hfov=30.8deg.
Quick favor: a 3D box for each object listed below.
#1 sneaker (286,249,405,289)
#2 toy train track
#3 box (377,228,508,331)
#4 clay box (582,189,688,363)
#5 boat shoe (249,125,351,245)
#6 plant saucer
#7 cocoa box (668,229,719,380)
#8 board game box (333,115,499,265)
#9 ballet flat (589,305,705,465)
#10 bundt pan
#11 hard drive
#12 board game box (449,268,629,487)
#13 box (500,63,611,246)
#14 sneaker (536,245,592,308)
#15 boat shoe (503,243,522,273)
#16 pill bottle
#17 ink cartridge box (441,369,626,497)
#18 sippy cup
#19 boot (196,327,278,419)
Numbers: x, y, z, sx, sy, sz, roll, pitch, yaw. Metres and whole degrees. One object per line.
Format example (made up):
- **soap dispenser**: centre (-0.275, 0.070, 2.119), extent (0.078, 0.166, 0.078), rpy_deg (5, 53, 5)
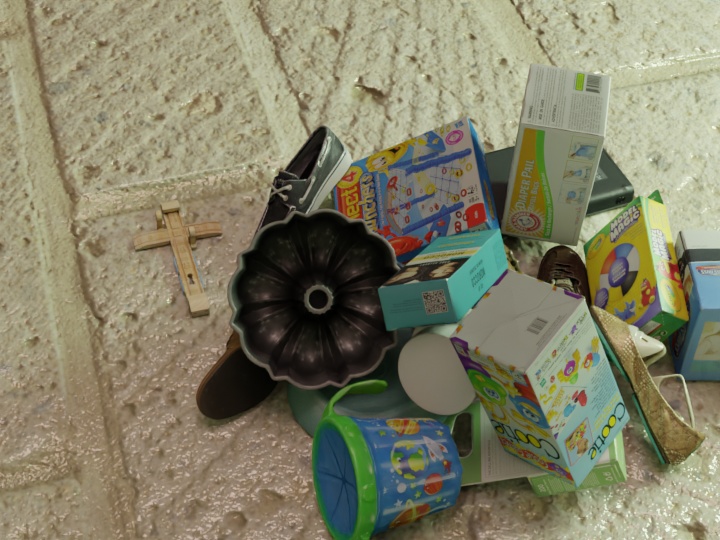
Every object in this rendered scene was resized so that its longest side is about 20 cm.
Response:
- **sneaker**: centre (0.000, 0.000, 1.546), extent (0.199, 0.087, 0.078), rpy_deg (12, 20, -12)
- **toy train track**: centre (-0.224, -0.025, 1.656), extent (0.114, 0.033, 0.200), rpy_deg (-12, 49, -13)
- **box**: centre (0.094, 0.008, 1.436), extent (0.082, 0.049, 0.200), rpy_deg (-8, 14, 24)
- **clay box**: centre (0.326, 0.002, 1.572), extent (0.047, 0.115, 0.200), rpy_deg (18, 48, -25)
- **boat shoe**: centre (-0.087, -0.099, 1.673), extent (0.072, 0.068, 0.200), rpy_deg (19, 66, 44)
- **plant saucer**: centre (0.013, 0.121, 1.512), extent (0.199, 0.036, 0.200), rpy_deg (-1, 45, 1)
- **cocoa box**: centre (0.471, 0.043, 1.541), extent (0.199, 0.134, 0.132), rpy_deg (1, 46, -1)
- **board game box**: centre (0.067, -0.078, 1.645), extent (0.195, 0.056, 0.200), rpy_deg (-21, 44, 15)
- **ballet flat**: centre (0.325, 0.119, 1.471), extent (0.065, 0.071, 0.200), rpy_deg (-28, 79, 9)
- **bundt pan**: centre (-0.050, 0.030, 1.469), extent (0.201, 0.203, 0.076), rpy_deg (-4, 4, -5)
- **hard drive**: centre (0.247, -0.120, 1.762), extent (0.199, 0.033, 0.140), rpy_deg (-15, 49, -16)
- **board game box**: centre (0.187, 0.112, 1.347), extent (0.103, 0.200, 0.105), rpy_deg (23, 62, 42)
- **box**: centre (0.240, -0.139, 1.619), extent (0.101, 0.200, 0.113), rpy_deg (10, 51, 5)
- **sneaker**: centre (0.252, 0.030, 1.588), extent (0.070, 0.076, 0.200), rpy_deg (4, 47, 2)
- **boat shoe**: centre (0.160, -0.027, 1.642), extent (0.063, 0.073, 0.200), rpy_deg (-20, 49, -16)
- **pill bottle**: centre (0.125, 0.081, 1.465), extent (0.115, 0.116, 0.200), rpy_deg (23, 26, 19)
- **ink cartridge box**: centre (0.190, 0.183, 1.462), extent (0.199, 0.048, 0.146), rpy_deg (-14, 43, 18)
- **sippy cup**: centre (0.032, 0.212, 1.377), extent (0.130, 0.179, 0.140), rpy_deg (-7, 11, -23)
- **boot**: centre (-0.131, 0.100, 1.531), extent (0.075, 0.074, 0.200), rpy_deg (7, 41, 43)
